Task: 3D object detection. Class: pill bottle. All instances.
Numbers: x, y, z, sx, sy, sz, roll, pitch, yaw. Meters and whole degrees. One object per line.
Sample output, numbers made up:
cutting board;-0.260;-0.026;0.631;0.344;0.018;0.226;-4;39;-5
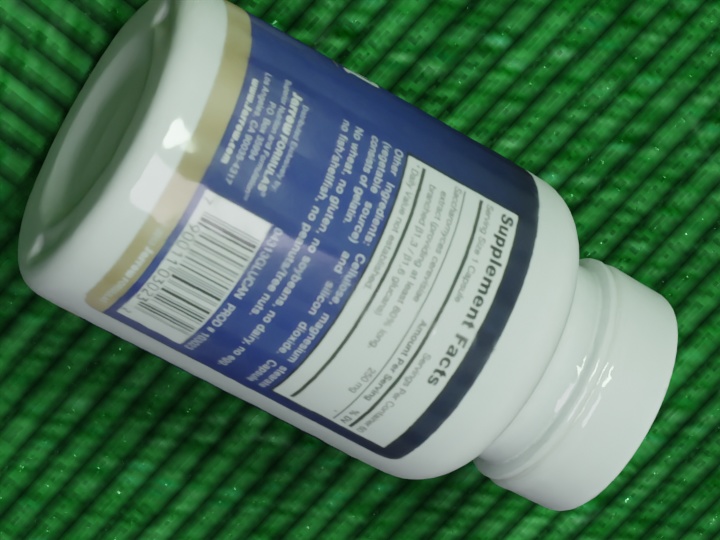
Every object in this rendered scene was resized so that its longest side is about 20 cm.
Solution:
pill bottle;0.000;0.000;0.923;0.200;0.111;0.111;29;105;-20
